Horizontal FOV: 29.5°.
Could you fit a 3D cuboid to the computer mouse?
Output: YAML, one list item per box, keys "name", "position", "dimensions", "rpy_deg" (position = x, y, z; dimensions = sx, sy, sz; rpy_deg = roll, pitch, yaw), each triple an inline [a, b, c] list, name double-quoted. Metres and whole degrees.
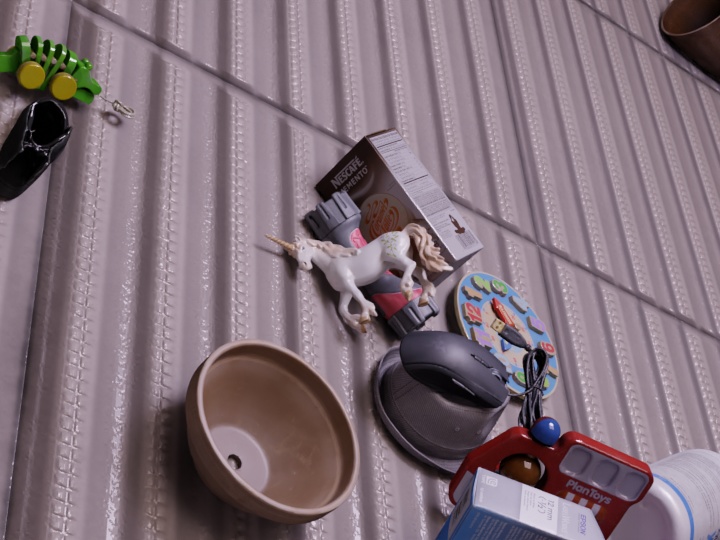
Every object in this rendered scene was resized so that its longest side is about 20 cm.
- name: "computer mouse"
  position: [0.146, 0.099, 1.617]
  dimensions: [0.200, 0.046, 0.141]
  rpy_deg: [28, 47, -13]

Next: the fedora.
- name: "fedora"
  position: [0.112, 0.152, 1.653]
  dimensions: [0.200, 0.090, 0.177]
  rpy_deg: [19, 45, -36]

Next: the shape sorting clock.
- name: "shape sorting clock"
  position: [0.202, 0.087, 1.857]
  dimensions: [0.200, 0.039, 0.200]
  rpy_deg: [28, 40, -27]

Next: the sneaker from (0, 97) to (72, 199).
- name: "sneaker"
  position: [-0.334, -0.144, 1.438]
  dimensions: [0.060, 0.104, 0.200]
  rpy_deg: [37, 37, -16]

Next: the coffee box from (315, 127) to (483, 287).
- name: "coffee box"
  position: [0.050, -0.071, 1.778]
  dimensions: [0.200, 0.114, 0.080]
  rpy_deg: [54, 36, 9]

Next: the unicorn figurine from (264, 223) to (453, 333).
- name: "unicorn figurine"
  position: [0.000, 0.000, 1.665]
  dimensions: [0.200, 0.074, 0.137]
  rpy_deg: [-18, 67, -12]

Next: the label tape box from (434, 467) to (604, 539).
- name: "label tape box"
  position: [0.189, 0.314, 1.490]
  dimensions: [0.200, 0.143, 0.066]
  rpy_deg: [20, 36, -6]

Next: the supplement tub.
- name: "supplement tub"
  position: [0.407, 0.313, 1.785]
  dimensions: [0.200, 0.132, 0.132]
  rpy_deg: [-8, 63, -49]

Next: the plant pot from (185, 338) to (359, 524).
- name: "plant pot"
  position: [-0.105, 0.178, 1.393]
  dimensions: [0.201, 0.093, 0.201]
  rpy_deg: [28, 40, -26]

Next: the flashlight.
- name: "flashlight"
  position: [0.019, -0.010, 1.726]
  dimensions: [0.200, 0.068, 0.068]
  rpy_deg: [55, 32, 8]

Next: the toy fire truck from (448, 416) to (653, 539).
- name: "toy fire truck"
  position: [0.213, 0.251, 1.569]
  dimensions: [0.200, 0.168, 0.112]
  rpy_deg: [26, 21, -8]

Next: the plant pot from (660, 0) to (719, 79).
- name: "plant pot"
  position: [0.778, -0.502, 2.938]
  dimensions: [0.200, 0.187, 0.187]
  rpy_deg: [46, 32, -29]

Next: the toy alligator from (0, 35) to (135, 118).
- name: "toy alligator"
  position: [-0.332, -0.226, 1.545]
  dimensions: [0.200, 0.054, 0.059]
  rpy_deg: [16, 21, -37]
